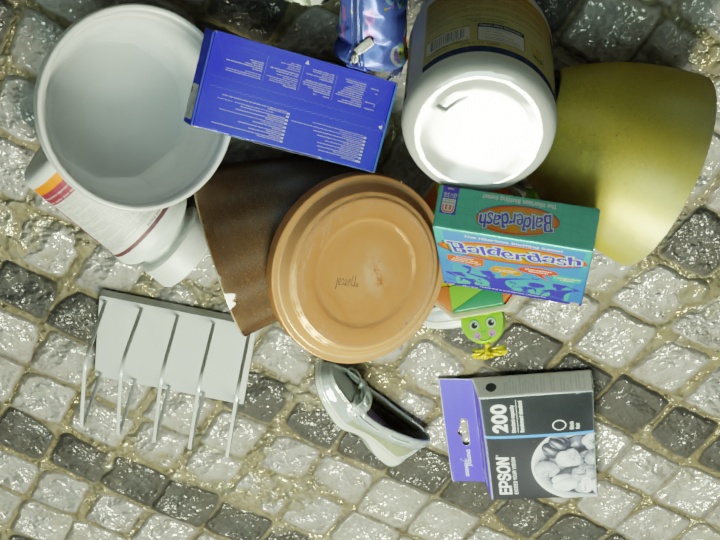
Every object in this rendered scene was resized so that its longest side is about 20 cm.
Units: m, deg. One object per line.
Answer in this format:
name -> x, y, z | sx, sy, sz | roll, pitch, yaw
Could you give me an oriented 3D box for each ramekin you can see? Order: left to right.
ramekin -> -0.235, -0.163, 1.234 | 0.197, 0.105, 0.204 | -3, 97, -24

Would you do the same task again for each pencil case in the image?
pencil case -> 0.012, -0.285, 1.174 | 0.077, 0.087, 0.202 | 14, 130, 15

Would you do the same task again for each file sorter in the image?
file sorter -> -0.240, 0.133, 1.509 | 0.197, 0.125, 0.140 | 11, 129, -3

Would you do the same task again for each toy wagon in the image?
toy wagon -> 0.127, -0.005, 1.335 | 0.153, 0.203, 0.040 | -10, 168, 15

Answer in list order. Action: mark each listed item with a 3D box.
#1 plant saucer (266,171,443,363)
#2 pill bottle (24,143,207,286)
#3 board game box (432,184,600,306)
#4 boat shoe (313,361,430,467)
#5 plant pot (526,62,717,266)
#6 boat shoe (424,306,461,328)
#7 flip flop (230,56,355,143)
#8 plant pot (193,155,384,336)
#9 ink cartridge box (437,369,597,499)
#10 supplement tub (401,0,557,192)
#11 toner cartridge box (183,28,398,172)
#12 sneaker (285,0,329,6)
plant saucer -> 0.000, 0.000, 1.266 | 0.197, 0.032, 0.203 | -6, 106, -22
pill bottle -> -0.262, -0.078, 1.351 | 0.109, 0.110, 0.200 | -34, 119, 28
board game box -> 0.152, -0.021, 1.204 | 0.150, 0.046, 0.200 | 10, 165, 10
boat shoe -> 0.012, 0.176, 1.554 | 0.064, 0.075, 0.202 | -29, 124, 19
plant pot -> 0.237, -0.125, 1.209 | 0.140, 0.201, 0.201 | 22, 128, -8
boat shoe -> 0.153, 0.003, 1.392 | 0.200, 0.075, 0.065 | -23, 118, 17
flip flop -> -0.090, -0.168, 1.295 | 0.197, 0.058, 0.082 | -11, 127, 14
plant pot -> -0.062, -0.050, 1.328 | 0.197, 0.188, 0.189 | -18, 127, -1
ink cartridge box -> 0.206, 0.218, 1.585 | 0.197, 0.044, 0.200 | -3, 129, 10
supplement tub -> 0.114, -0.187, 1.166 | 0.142, 0.201, 0.146 | 3, 131, 4
toner cartridge box -> -0.069, -0.168, 1.218 | 0.197, 0.043, 0.096 | 13, 99, -22
sneaker -> -0.113, -0.326, 1.174 | 0.197, 0.077, 0.090 | 14, 116, -12
